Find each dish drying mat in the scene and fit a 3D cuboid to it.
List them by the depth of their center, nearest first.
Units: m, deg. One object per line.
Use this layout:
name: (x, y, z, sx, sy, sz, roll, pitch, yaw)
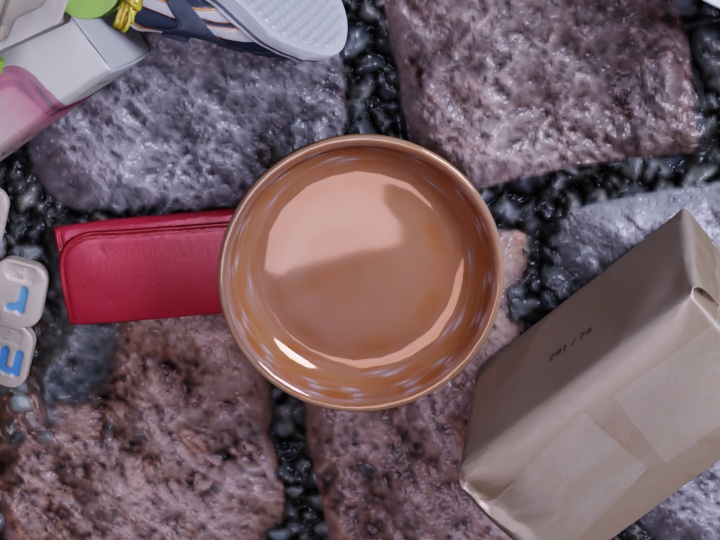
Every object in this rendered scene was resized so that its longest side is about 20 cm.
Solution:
dish drying mat: (-0.120, -0.004, 1.411, 0.199, 0.018, 0.077, -5, 107, 9)

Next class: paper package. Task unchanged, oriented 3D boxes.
paper package: (0.173, 0.077, 1.305, 0.200, 0.191, 0.104, -40, 101, 17)

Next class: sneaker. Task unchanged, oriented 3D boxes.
sneaker: (-0.102, -0.191, 1.306, 0.200, 0.079, 0.079, 25, 150, -36)

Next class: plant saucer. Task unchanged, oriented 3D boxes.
plant saucer: (0.000, 0.000, 1.372, 0.199, 0.037, 0.201, -1, 107, -3)

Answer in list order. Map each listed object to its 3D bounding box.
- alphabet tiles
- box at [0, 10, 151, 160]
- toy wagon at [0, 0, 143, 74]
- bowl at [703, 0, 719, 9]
alphabet tiles: (-0.332, 0.015, 1.447, 0.199, 0.015, 0.196, 16, 108, 3)
box: (-0.260, -0.130, 1.327, 0.200, 0.128, 0.109, -33, 97, 13)
toy wagon: (-0.224, -0.201, 1.221, 0.199, 0.040, 0.156, 23, 102, 4)
bowl: (0.269, -0.264, 1.242, 0.200, 0.090, 0.202, 2, 106, 7)
